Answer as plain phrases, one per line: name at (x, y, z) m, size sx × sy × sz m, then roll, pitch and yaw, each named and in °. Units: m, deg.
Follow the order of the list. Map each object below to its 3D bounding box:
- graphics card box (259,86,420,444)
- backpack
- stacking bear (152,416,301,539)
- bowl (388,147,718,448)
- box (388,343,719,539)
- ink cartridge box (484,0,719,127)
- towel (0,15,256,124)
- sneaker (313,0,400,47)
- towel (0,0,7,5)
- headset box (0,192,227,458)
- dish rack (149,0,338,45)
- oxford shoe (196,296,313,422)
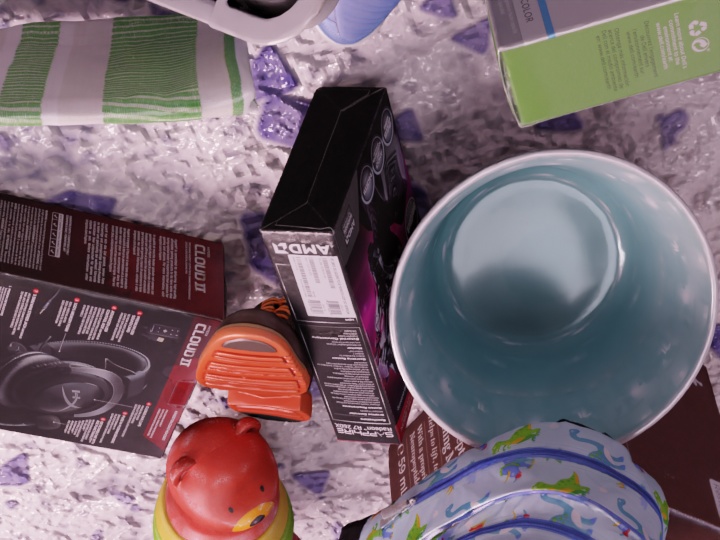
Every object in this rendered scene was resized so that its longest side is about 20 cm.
graphics card box at (0.000, 0.000, 0.920) m, size 0.051 × 0.126 × 0.201 m, roll 2°, pitch 137°, yaw 20°
backpack at (0.096, 0.179, 0.894) m, size 0.163 × 0.154 × 0.200 m, roll 43°, pitch 113°, yaw -10°
stacking bear at (-0.099, 0.177, 1.077) m, size 0.121 × 0.114 × 0.200 m, roll -26°, pitch 150°, yaw -19°
bowl at (0.115, 0.007, 0.931) m, size 0.199 × 0.105 × 0.202 m, roll 0°, pitch 110°, yaw -1°
box at (0.144, 0.160, 1.068) m, size 0.164 × 0.166 × 0.200 m, roll 23°, pitch 128°, yaw -25°
ink cartridge box at (0.167, -0.156, 0.798) m, size 0.199 × 0.104 × 0.059 m, roll -15°, pitch 136°, yaw 9°
towel at (-0.158, -0.108, 0.778) m, size 0.199 × 0.153 × 0.024 m, roll -1°, pitch 114°, yaw -8°
sneaker at (0.018, -0.192, 0.766) m, size 0.075 × 0.077 × 0.200 m, roll 10°, pitch 134°, yaw -18°
towel at (-0.187, -0.210, 0.685) m, size 0.023 × 0.153 × 0.201 m, roll 22°, pitch 136°, yaw 23°
headset box at (-0.186, 0.039, 0.976) m, size 0.199 × 0.078 × 0.149 m, roll 12°, pitch 133°, yaw -18°
dish rack at (-0.061, -0.201, 0.665) m, size 0.043 × 0.199 × 0.173 m, roll 5°, pitch 107°, yaw -57°
oxford shoe at (-0.063, 0.046, 0.951) m, size 0.071 × 0.073 × 0.200 m, roll 7°, pitch 165°, yaw 1°
